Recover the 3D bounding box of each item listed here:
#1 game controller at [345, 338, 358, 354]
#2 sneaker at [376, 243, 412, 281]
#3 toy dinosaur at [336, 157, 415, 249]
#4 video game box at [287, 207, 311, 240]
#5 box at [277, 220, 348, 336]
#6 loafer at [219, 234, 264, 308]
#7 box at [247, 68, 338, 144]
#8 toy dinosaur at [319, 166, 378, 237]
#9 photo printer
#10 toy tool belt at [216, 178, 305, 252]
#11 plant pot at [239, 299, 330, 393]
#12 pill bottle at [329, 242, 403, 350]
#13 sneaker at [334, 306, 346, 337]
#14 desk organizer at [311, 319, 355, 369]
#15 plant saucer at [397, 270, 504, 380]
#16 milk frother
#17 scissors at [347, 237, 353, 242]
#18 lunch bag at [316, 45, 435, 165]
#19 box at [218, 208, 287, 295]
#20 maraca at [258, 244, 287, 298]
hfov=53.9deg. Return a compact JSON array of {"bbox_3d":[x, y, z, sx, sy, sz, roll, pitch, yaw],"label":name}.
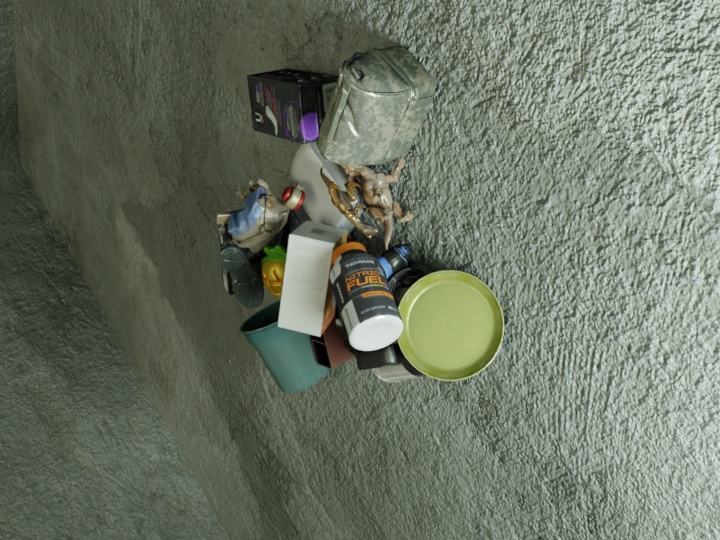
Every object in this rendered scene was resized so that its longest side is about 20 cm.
[{"bbox_3d":[0.015,0.128,1.627,0.104,0.042,0.201,28,133,23],"label":"game controller"},{"bbox_3d":[0.065,0.007,1.460,0.070,0.078,0.200,54,165,12],"label":"sneaker"},{"bbox_3d":[0.028,-0.147,1.396,0.135,0.085,0.202,7,118,52],"label":"toy dinosaur"},{"bbox_3d":[-0.153,-0.064,1.727,0.201,0.047,0.182,59,148,10],"label":"video game box"},{"bbox_3d":[-0.099,0.015,1.469,0.096,0.124,0.202,13,109,8],"label":"box"},{"bbox_3d":[-0.271,0.002,1.636,0.063,0.071,0.201,-105,0,-46],"label":"loafer"},{"bbox_3d":[-0.137,-0.347,1.480,0.199,0.105,0.123,25,127,45],"label":"box"},{"bbox_3d":[-0.042,-0.144,1.373,0.201,0.060,0.106,55,164,17],"label":"toy dinosaur"},{"bbox_3d":[-0.076,-0.182,1.529,0.201,0.069,0.167,55,144,16],"label":"photo printer"},{"bbox_3d":[-0.221,-0.133,1.528,0.122,0.126,0.200,30,133,-24],"label":"toy tool belt"},{"bbox_3d":[-0.177,0.190,1.796,0.199,0.200,0.198,-4,114,54],"label":"plant pot"},{"bbox_3d":[0.003,0.041,1.325,0.107,0.105,0.201,109,150,-45],"label":"pill bottle"},{"bbox_3d":[-0.019,0.084,1.517,0.110,0.077,0.201,11,146,33],"label":"sneaker"},{"bbox_3d":[-0.078,0.130,1.710,0.071,0.077,0.202,11,118,50],"label":"desk organizer"},{"bbox_3d":[0.165,0.101,1.307,0.201,0.199,0.031,58,-173,12],"label":"plant saucer"},{"bbox_3d":[0.089,0.116,1.433,0.188,0.179,0.202,-21,60,55],"label":"milk frother"},{"bbox_3d":[0.000,0.000,1.516,0.200,0.014,0.074,-121,27,-53],"label":"scissors"},{"bbox_3d":[0.016,-0.287,1.253,0.140,0.167,0.201,52,143,19],"label":"lunch bag"},{"bbox_3d":[-0.253,-0.053,1.686,0.050,0.156,0.202,45,141,46],"label":"box"},{"bbox_3d":[-0.171,-0.001,1.636,0.136,0.108,0.200,14,151,-1],"label":"maraca"}]
